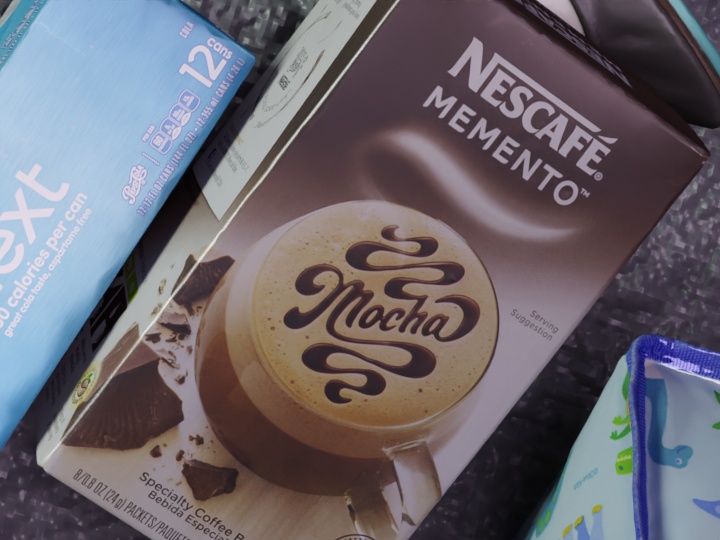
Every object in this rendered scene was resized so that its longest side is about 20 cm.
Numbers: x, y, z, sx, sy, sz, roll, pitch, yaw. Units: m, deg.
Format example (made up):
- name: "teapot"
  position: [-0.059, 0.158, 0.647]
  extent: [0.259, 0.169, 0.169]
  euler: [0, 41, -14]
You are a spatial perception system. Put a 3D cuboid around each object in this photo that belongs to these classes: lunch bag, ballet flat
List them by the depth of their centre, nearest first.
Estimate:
- name: "lunch bag"
  position: [0.100, 0.150, 0.907]
  extent: [0.127, 0.170, 0.201]
  euler: [8, 57, -11]
- name: "ballet flat"
  position: [0.047, -0.120, 0.971]
  extent: [0.068, 0.068, 0.200]
  euler: [-33, 95, -3]

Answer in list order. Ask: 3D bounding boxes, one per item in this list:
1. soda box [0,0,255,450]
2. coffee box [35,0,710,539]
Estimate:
- name: "soda box"
  position: [-0.119, -0.003, 0.921]
  extent: [0.068, 0.064, 0.200]
  euler: [35, 83, -17]
- name: "coffee box"
  position: [0.000, 0.000, 0.923]
  extent: [0.113, 0.080, 0.200]
  euler: [34, 102, -17]
